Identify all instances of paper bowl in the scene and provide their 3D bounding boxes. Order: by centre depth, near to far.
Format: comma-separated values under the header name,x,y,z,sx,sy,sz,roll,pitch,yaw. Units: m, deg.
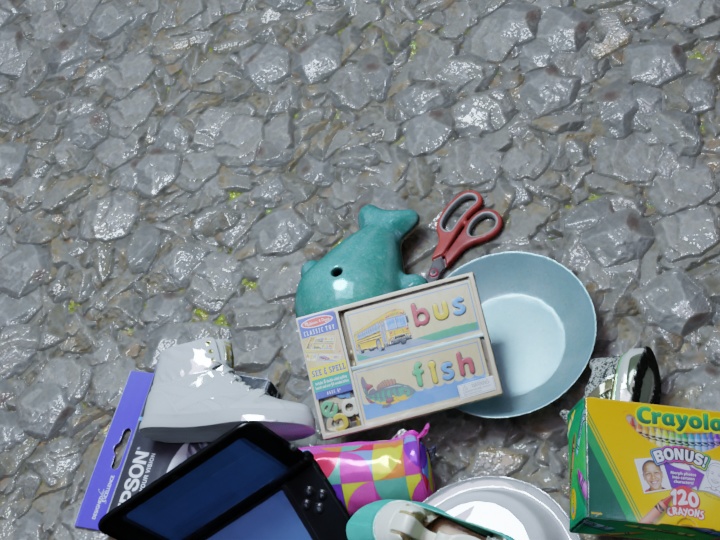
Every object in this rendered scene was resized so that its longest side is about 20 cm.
name,x,y,z,sx,sy,sz,roll,pitch,yaw
paper bowl,0.122,0.297,1.465,0.198,0.105,0.203,-8,59,14

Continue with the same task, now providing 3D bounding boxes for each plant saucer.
name,x,y,z,sx,sy,sz,roll,pitch,yaw
plant saucer,0.159,0.075,1.626,0.198,0.039,0.203,-8,58,13

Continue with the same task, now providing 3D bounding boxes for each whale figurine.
name,x,y,z,sx,sy,sz,roll,pitch,yaw
whale figurine,0.000,0.000,1.682,0.157,0.104,0.202,9,60,26

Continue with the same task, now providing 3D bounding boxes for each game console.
name,x,y,z,sx,sy,sz,roll,pitch,yaw
game console,-0.126,0.265,1.497,0.199,0.116,0.177,-34,85,12

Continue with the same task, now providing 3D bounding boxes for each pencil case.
name,x,y,z,sx,sy,sz,roll,pitch,yaw
pencil case,-0.016,0.217,1.571,0.197,0.089,0.089,-11,57,11

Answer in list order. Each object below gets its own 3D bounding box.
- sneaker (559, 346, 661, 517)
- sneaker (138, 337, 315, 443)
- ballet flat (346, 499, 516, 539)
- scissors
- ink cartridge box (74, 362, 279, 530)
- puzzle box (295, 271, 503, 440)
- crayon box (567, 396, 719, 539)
name,x,y,z,sx,sy,sz,roll,pitch,yaw
sneaker,0.242,0.169,1.535,0.088,0.077,0.201,1,55,40
sneaker,-0.138,0.124,1.623,0.197,0.074,0.117,0,62,16
ballet flat,0.070,0.250,1.404,0.198,0.071,0.068,14,66,26
scissors,0.085,-0.008,1.717,0.073,0.014,0.200,34,76,29
ink cartridge box,-0.209,0.202,1.667,0.198,0.044,0.200,5,62,22
puzzle box,0.041,0.090,1.582,0.198,0.025,0.135,-16,80,6
crayon box,0.300,0.195,1.441,0.197,0.058,0.120,7,65,-9
